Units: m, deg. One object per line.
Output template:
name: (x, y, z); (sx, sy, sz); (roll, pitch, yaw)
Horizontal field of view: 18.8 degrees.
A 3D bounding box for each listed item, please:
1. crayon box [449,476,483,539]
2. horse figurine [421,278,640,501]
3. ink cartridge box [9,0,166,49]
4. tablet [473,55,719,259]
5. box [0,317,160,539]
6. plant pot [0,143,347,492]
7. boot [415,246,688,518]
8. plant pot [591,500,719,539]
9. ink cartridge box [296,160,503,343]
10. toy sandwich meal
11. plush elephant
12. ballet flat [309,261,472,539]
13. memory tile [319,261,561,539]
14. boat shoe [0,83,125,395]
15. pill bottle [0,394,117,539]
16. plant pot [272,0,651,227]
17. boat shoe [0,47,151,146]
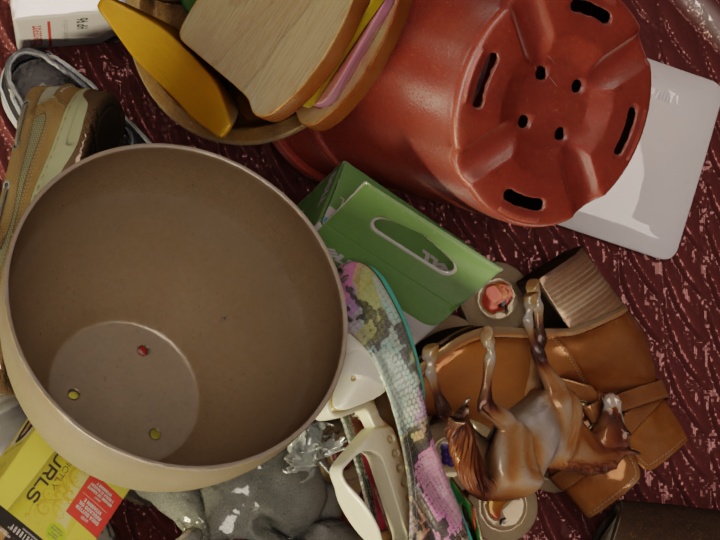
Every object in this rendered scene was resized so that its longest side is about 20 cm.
crayon box: (0.057, 0.242, 1.395); (0.050, 0.127, 0.202); (-7, 93, -5)
horse figurine: (0.098, 0.089, 1.336); (0.050, 0.200, 0.134); (-8, 102, 34)
ink cartridge box: (-0.169, -0.188, 1.406); (0.198, 0.116, 0.069); (-5, 86, -7)
tablet: (0.142, -0.098, 1.494); (0.198, 0.014, 0.131); (18, 85, -6)
box: (-0.182, 0.128, 1.314); (0.075, 0.050, 0.201); (42, 55, -13)
plant pot: (-0.122, 0.047, 1.262); (0.198, 0.135, 0.202); (10, 60, -18)
boot: (0.109, 0.098, 1.440); (0.199, 0.077, 0.156); (-32, 96, -15)
plant pot: (0.239, 0.233, 1.410); (0.199, 0.187, 0.188); (25, 84, 1)
ink cartridge box: (0.000, 0.000, 1.353); (0.103, 0.200, 0.060); (33, 49, -13)
toy sandwich meal: (-0.067, -0.165, 1.281); (0.203, 0.070, 0.207); (-4, 82, 27)
plush elephant: (-0.076, 0.185, 1.346); (0.164, 0.200, 0.156); (25, 64, -12)
ballet flat: (0.008, 0.097, 1.279); (0.071, 0.069, 0.202); (-19, 93, -34)
memory tile: (0.077, 0.108, 1.472); (0.153, 0.017, 0.200); (45, 82, -3)
boat shoe: (-0.211, -0.021, 1.357); (0.075, 0.072, 0.202); (11, 71, 19)
pill bottle: (-0.221, 0.161, 1.380); (0.113, 0.114, 0.201); (-25, 91, -8)
plant pot: (0.064, -0.124, 1.342); (0.199, 0.195, 0.203); (-12, 112, -31)
boat shoe: (-0.162, -0.066, 1.423); (0.072, 0.068, 0.201); (-38, 92, -8)
